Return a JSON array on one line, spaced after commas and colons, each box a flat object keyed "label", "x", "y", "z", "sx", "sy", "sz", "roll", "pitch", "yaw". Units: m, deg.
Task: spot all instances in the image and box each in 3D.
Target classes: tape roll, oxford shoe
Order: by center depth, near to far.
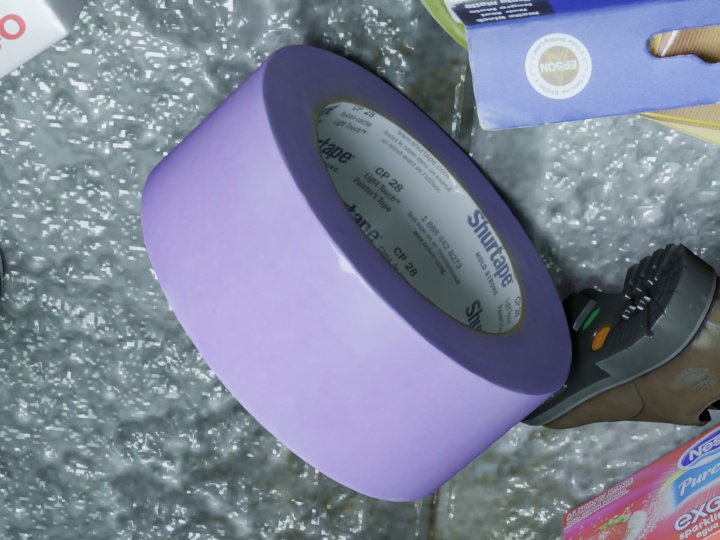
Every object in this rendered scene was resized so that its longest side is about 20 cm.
[{"label": "tape roll", "x": 0.000, "y": 0.000, "z": 1.090, "sx": 0.200, "sy": 0.200, "sz": 0.085, "roll": 41, "pitch": 114, "yaw": -17}, {"label": "oxford shoe", "x": 0.133, "y": 0.050, "z": 1.131, "sx": 0.084, "sy": 0.073, "sz": 0.200, "roll": 28, "pitch": 162, "yaw": -14}]

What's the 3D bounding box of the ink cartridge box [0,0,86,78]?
[{"label": "ink cartridge box", "x": -0.236, "y": -0.164, "z": 1.086, "sx": 0.146, "sy": 0.083, "sz": 0.200, "roll": -30, "pitch": 112, "yaw": 18}]

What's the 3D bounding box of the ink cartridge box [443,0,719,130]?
[{"label": "ink cartridge box", "x": 0.122, "y": -0.157, "z": 0.889, "sx": 0.198, "sy": 0.041, "sz": 0.202, "roll": -7, "pitch": 103, "yaw": 12}]

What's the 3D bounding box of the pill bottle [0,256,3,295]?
[{"label": "pill bottle", "x": -0.242, "y": 0.043, "z": 1.133, "sx": 0.110, "sy": 0.200, "sz": 0.112, "roll": 2, "pitch": 120, "yaw": 3}]

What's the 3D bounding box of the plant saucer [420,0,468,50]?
[{"label": "plant saucer", "x": 0.100, "y": -0.131, "z": 1.048, "sx": 0.199, "sy": 0.031, "sz": 0.200, "roll": 16, "pitch": 150, "yaw": 10}]

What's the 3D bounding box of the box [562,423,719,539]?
[{"label": "box", "x": 0.209, "y": 0.136, "z": 1.206, "sx": 0.199, "sy": 0.096, "sz": 0.100, "roll": -33, "pitch": 112, "yaw": 20}]

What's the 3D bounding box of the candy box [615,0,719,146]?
[{"label": "candy box", "x": 0.202, "y": -0.098, "z": 0.993, "sx": 0.199, "sy": 0.055, "sz": 0.116, "roll": 17, "pitch": 111, "yaw": -32}]
